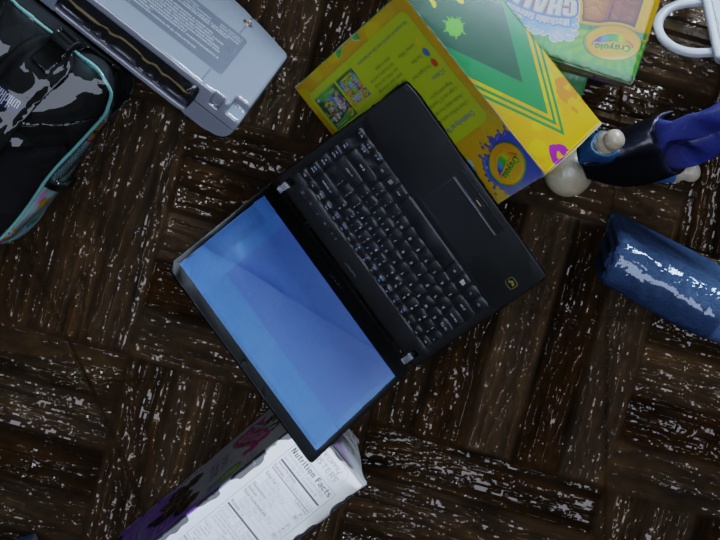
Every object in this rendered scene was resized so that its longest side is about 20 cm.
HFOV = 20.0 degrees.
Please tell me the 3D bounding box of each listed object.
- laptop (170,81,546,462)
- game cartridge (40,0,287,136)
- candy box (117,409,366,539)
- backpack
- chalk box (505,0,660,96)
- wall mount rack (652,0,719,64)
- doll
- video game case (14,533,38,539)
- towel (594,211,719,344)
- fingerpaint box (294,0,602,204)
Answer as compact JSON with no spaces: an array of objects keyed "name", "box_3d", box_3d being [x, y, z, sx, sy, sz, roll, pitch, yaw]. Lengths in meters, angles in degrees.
[{"name":"laptop","box_3d":[0.000,0.000,1.465,0.199,0.103,0.178,-34,97,19]},{"name":"game cartridge","box_3d":[-0.153,-0.195,1.551,0.199,0.134,0.041,38,127,-5]},{"name":"candy box","box_3d":[-0.094,0.182,1.562,0.200,0.168,0.072,-39,96,2]},{"name":"backpack","box_3d":[-0.288,-0.115,1.544,0.175,0.153,0.201,37,95,-3]},{"name":"chalk box","box_3d":[0.160,-0.211,1.555,0.124,0.124,0.202,16,94,-2]},{"name":"wall mount rack","box_3d":[0.326,-0.190,1.543,0.198,0.175,0.075,-3,138,0]},{"name":"doll","box_3d":[0.231,-0.094,1.568,0.198,0.136,0.049,-18,70,29]},{"name":"video game case","box_3d":[-0.321,0.332,1.633,0.198,0.045,0.183,-20,93,1]},{"name":"towel","box_3d":[0.273,0.027,1.580,0.199,0.112,0.049,27,104,-3]},{"name":"fingerpaint box","box_3d":[0.062,-0.124,1.522,0.073,0.200,0.167,-41,93,-28]}]
